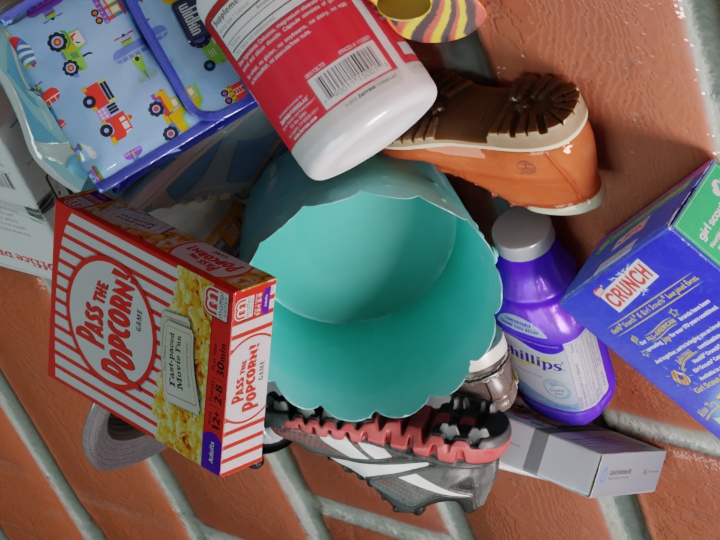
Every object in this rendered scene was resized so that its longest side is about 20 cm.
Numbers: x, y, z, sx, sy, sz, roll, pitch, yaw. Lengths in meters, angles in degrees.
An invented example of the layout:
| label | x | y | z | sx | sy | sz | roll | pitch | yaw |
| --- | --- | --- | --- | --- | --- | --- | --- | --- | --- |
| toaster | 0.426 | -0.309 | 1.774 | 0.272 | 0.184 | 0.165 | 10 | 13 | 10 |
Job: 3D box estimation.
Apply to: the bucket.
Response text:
| label | x | y | z | sx | sy | sz | roll | pitch | yaw |
| --- | --- | --- | --- | --- | --- | --- | --- | --- | --- |
| bucket | 0.000 | 0.000 | 1.660 | 0.206 | 0.135 | 0.208 | -3 | 119 | -5 |

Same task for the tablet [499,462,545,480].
| label | x | y | z | sx | sy | sz | roll | pitch | yaw |
| --- | --- | --- | --- | --- | --- | --- | --- | --- | --- |
| tablet | 0.084 | 0.142 | 1.842 | 0.199 | 0.014 | 0.130 | 17 | -174 | -31 |

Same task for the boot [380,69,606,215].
| label | x | y | z | sx | sy | sz | roll | pitch | yaw |
| --- | --- | --- | --- | --- | --- | --- | --- | --- | --- |
| boot | 0.087 | -0.087 | 1.599 | 0.199 | 0.075 | 0.107 | 9 | 145 | 37 |

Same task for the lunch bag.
| label | x | y | z | sx | sy | sz | roll | pitch | yaw |
| --- | --- | --- | --- | --- | --- | --- | --- | --- | --- |
| lunch bag | -0.142 | -0.172 | 1.616 | 0.151 | 0.199 | 0.094 | 59 | -177 | -1 |

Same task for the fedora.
| label | x | y | z | sx | sy | sz | roll | pitch | yaw |
| --- | --- | --- | --- | --- | --- | --- | --- | --- | --- |
| fedora | -0.177 | 0.064 | 1.800 | 0.090 | 0.177 | 0.200 | 47 | 136 | 21 |

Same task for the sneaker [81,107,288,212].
| label | x | y | z | sx | sy | sz | roll | pitch | yaw |
| --- | --- | --- | --- | --- | --- | --- | --- | --- | --- |
| sneaker | -0.120 | -0.071 | 1.729 | 0.200 | 0.080 | 0.130 | -36 | 130 | 19 |

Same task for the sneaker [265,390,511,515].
| label | x | y | z | sx | sy | sz | roll | pitch | yaw |
| --- | --- | --- | --- | --- | --- | --- | --- | --- | --- |
| sneaker | 0.018 | 0.142 | 1.706 | 0.199 | 0.071 | 0.098 | 9 | 117 | 13 |

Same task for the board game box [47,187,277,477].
| label | x | y | z | sx | sy | sz | roll | pitch | yaw |
| --- | --- | --- | --- | --- | --- | --- | --- | --- | --- |
| board game box | -0.151 | 0.043 | 1.619 | 0.200 | 0.046 | 0.152 | 25 | 120 | 37 |

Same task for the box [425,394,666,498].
| label | x | y | z | sx | sy | sz | roll | pitch | yaw |
| --- | --- | --- | --- | --- | --- | --- | --- | --- | --- |
| box | 0.135 | 0.134 | 1.800 | 0.199 | 0.041 | 0.156 | 19 | -175 | 27 |

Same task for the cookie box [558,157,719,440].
| label | x | y | z | sx | sy | sz | roll | pitch | yaw |
| --- | --- | --- | --- | --- | --- | --- | --- | --- | --- |
| cookie box | 0.270 | 0.035 | 1.571 | 0.200 | 0.075 | 0.171 | 40 | 150 | -6 |

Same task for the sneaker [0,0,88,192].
| label | x | y | z | sx | sy | sz | roll | pitch | yaw |
| --- | --- | --- | --- | --- | --- | --- | --- | --- | --- |
| sneaker | -0.238 | -0.134 | 1.824 | 0.130 | 0.079 | 0.200 | 20 | 146 | 57 |

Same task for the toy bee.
| label | x | y | z | sx | sy | sz | roll | pitch | yaw |
| --- | --- | --- | --- | --- | --- | --- | --- | --- | --- |
| toy bee | 0.001 | -0.223 | 1.457 | 0.200 | 0.108 | 0.131 | 60 | -175 | -22 |

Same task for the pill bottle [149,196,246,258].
| label | x | y | z | sx | sy | sz | roll | pitch | yaw |
| --- | --- | --- | --- | --- | --- | --- | --- | --- | --- |
| pill bottle | -0.110 | 0.022 | 1.908 | 0.116 | 0.117 | 0.200 | -4 | 131 | 49 |

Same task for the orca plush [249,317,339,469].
| label | x | y | z | sx | sy | sz | roll | pitch | yaw |
| --- | --- | --- | --- | --- | --- | --- | --- | --- | --- |
| orca plush | -0.054 | 0.103 | 1.833 | 0.071 | 0.106 | 0.200 | 7 | 139 | -25 |

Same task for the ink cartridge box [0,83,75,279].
| label | x | y | z | sx | sy | sz | roll | pitch | yaw |
| --- | --- | --- | --- | --- | --- | --- | --- | --- | --- |
| ink cartridge box | -0.323 | -0.094 | 1.996 | 0.146 | 0.084 | 0.200 | 15 | 144 | 33 |

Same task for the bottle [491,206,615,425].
| label | x | y | z | sx | sy | sz | roll | pitch | yaw |
| --- | --- | --- | --- | --- | --- | --- | --- | --- | --- |
| bottle | 0.146 | 0.035 | 1.708 | 0.083 | 0.065 | 0.200 | 22 | 147 | 34 |

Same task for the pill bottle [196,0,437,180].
| label | x | y | z | sx | sy | sz | roll | pitch | yaw |
| --- | --- | --- | --- | --- | --- | --- | --- | --- | --- |
| pill bottle | -0.044 | -0.174 | 1.533 | 0.200 | 0.112 | 0.112 | 56 | 151 | 7 |

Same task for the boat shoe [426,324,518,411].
| label | x | y | z | sx | sy | sz | roll | pitch | yaw |
| --- | --- | --- | --- | --- | --- | --- | --- | --- | --- |
| boat shoe | 0.066 | 0.061 | 1.774 | 0.200 | 0.072 | 0.060 | 29 | 146 | 60 |
